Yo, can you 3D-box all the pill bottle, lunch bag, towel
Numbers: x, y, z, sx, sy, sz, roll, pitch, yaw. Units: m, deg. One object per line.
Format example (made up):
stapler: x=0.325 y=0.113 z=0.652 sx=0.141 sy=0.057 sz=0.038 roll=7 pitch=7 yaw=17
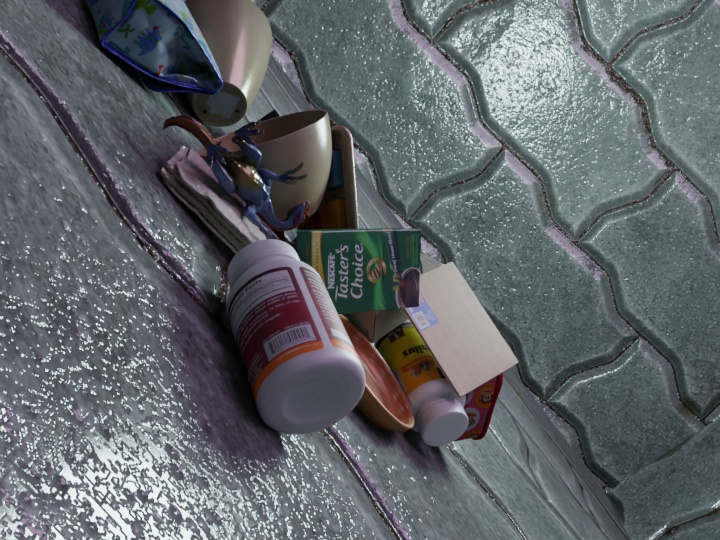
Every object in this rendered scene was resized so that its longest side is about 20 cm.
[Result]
pill bottle: x=-0.077 y=0.062 z=0.857 sx=0.113 sy=0.113 sz=0.201 roll=44 pitch=14 yaw=-44
lunch bag: x=-0.307 y=-0.365 z=1.239 sx=0.199 sy=0.127 sz=0.171 roll=28 pitch=25 yaw=-48
towel: x=-0.177 y=-0.079 z=1.075 sx=0.200 sy=0.034 sz=0.133 roll=46 pitch=12 yaw=-15
lunch bag: x=0.160 y=0.172 z=1.388 sx=0.081 sy=0.178 sz=0.200 roll=2 pitch=24 yaw=-23
pill bottle: x=0.099 y=0.180 z=1.306 sx=0.109 sy=0.109 sz=0.201 roll=45 pitch=12 yaw=-42

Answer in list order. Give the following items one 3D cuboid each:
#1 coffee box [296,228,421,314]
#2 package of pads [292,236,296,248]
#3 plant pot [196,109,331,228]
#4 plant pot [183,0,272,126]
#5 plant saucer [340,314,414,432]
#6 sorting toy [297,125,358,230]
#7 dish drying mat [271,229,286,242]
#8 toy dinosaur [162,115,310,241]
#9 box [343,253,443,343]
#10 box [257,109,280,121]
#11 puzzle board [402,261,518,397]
coffee box: x=0.000 y=0.000 z=1.182 sx=0.198 sy=0.124 sz=0.044 roll=-2 pitch=6 yaw=-35
package of pads: x=-0.043 y=-0.027 z=1.462 sx=0.121 sy=0.075 sz=0.200 roll=54 pitch=10 yaw=3
plant pot: x=-0.126 y=-0.141 z=1.203 sx=0.201 sy=0.198 sz=0.136 roll=-100 pitch=174 yaw=-70
plant pot: x=-0.242 y=-0.349 z=1.414 sx=0.187 sy=0.186 sz=0.201 roll=45 pitch=26 yaw=-41
plant saucer: x=0.006 y=0.151 z=1.177 sx=0.201 sy=0.037 sz=0.200 roll=52 pitch=8 yaw=-11
sorting toy: x=-0.061 y=-0.112 z=1.283 sx=0.185 sy=0.036 sz=0.202 roll=-7 pitch=-88 yaw=59
dish drying mat: x=-0.135 y=-0.045 z=1.251 sx=0.077 sy=0.018 sz=0.200 roll=47 pitch=11 yaw=-29
toy dinosaur: x=-0.138 y=-0.122 z=1.083 sx=0.200 sy=0.105 sz=0.182 roll=39 pitch=-15 yaw=24
box: x=0.052 y=0.038 z=1.343 sx=0.082 sy=0.069 sz=0.199 roll=24 pitch=34 yaw=28
box: x=-0.126 y=-0.184 z=1.525 sx=0.194 sy=0.047 sz=0.200 roll=52 pitch=-12 yaw=-1
puzzle board: x=0.149 y=0.090 z=1.297 sx=0.150 sy=0.017 sz=0.201 roll=-20 pitch=71 yaw=-40
